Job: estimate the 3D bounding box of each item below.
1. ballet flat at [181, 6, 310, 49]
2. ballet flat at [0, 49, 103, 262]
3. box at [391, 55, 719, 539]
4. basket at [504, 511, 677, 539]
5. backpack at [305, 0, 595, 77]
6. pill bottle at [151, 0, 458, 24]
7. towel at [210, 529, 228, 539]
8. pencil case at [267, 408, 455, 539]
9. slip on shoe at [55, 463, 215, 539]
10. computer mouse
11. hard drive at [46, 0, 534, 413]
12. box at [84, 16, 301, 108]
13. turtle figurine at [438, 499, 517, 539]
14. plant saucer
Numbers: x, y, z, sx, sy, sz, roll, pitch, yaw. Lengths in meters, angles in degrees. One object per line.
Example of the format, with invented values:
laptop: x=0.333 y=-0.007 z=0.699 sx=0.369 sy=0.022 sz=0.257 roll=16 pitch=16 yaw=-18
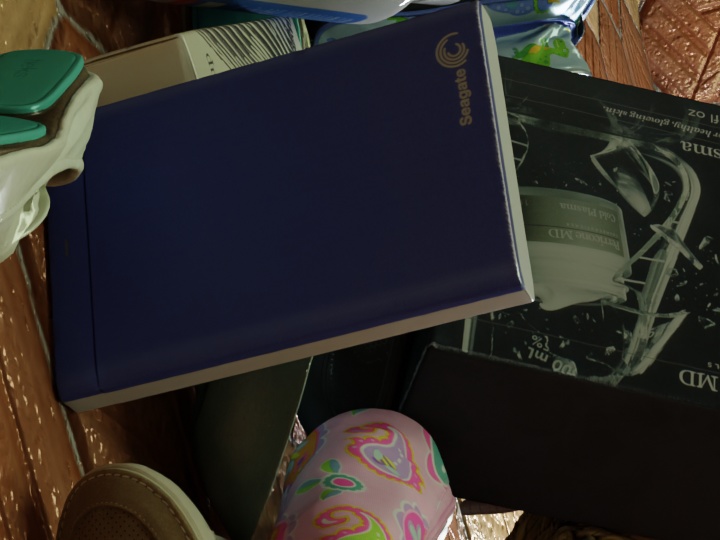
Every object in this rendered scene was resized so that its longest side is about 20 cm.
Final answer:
ballet flat: x=-0.054 y=-0.088 z=1.235 sx=0.069 sy=0.069 sz=0.201 roll=-29 pitch=106 yaw=-75
ballet flat: x=-0.139 y=-0.035 z=0.850 sx=0.200 sy=0.069 sz=0.070 roll=-57 pitch=131 yaw=-72
box: x=0.123 y=0.016 z=1.147 sx=0.124 sy=0.199 sz=0.197 roll=109 pitch=-9 yaw=-52
basket: x=0.128 y=0.192 z=1.236 sx=0.149 sy=0.142 sz=0.201 roll=-84 pitch=-174 yaw=-61
backpack: x=0.036 y=-0.124 z=1.328 sx=0.200 sy=0.182 sz=0.148 roll=112 pitch=-33 yaw=-68
pill bottle: x=-0.027 y=-0.181 z=1.140 sx=0.199 sy=0.112 sz=0.113 roll=2 pitch=72 yaw=-43
towel: x=-0.058 y=0.186 z=0.999 sx=0.200 sy=0.034 sz=0.133 roll=47 pitch=34 yaw=-65
pencil case: x=-0.008 y=0.133 z=0.999 sx=0.200 sy=0.087 sz=0.088 roll=-67 pitch=141 yaw=-71
slip on shoe: x=-0.088 y=0.168 z=0.840 sx=0.061 sy=0.076 sz=0.201 roll=21 pitch=62 yaw=-59
computer mouse: x=0.000 y=0.000 z=1.120 sx=0.139 sy=0.052 sz=0.201 roll=-130 pitch=-127 yaw=-81
hard drive: x=-0.034 y=-0.026 z=0.947 sx=0.025 sy=0.199 sz=0.133 roll=50 pitch=30 yaw=-60
box: x=-0.076 y=-0.073 z=1.098 sx=0.200 sy=0.068 sz=0.083 roll=-40 pitch=114 yaw=-75
turtle figurine: x=0.046 y=0.066 z=1.295 sx=0.194 sy=0.199 sz=0.145 roll=105 pitch=3 yaw=-61
plant saucer: x=-0.046 y=0.027 z=1.055 sx=0.201 sy=0.038 sz=0.202 roll=-164 pitch=-90 yaw=-84
